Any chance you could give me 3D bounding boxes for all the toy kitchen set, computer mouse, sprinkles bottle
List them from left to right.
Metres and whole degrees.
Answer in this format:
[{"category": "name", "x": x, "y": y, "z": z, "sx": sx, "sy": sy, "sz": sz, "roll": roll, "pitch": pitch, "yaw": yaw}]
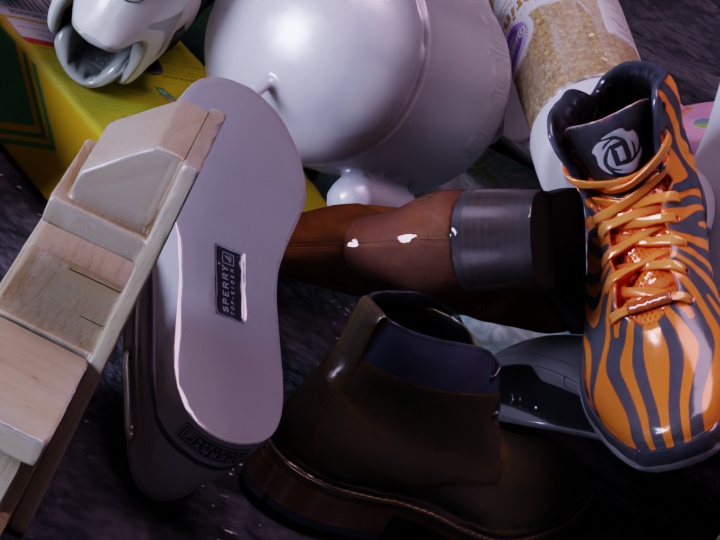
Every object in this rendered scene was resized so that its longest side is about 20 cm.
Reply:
[{"category": "toy kitchen set", "x": -0.168, "y": -0.016, "z": 1.051, "sx": 0.180, "sy": 0.163, "sz": 0.200, "roll": 27, "pitch": 21, "yaw": -4}, {"category": "sprinkles bottle", "x": 0.107, "y": -0.108, "z": 1.431, "sx": 0.068, "sy": 0.068, "sz": 0.200, "roll": 20, "pitch": 31, "yaw": -21}, {"category": "computer mouse", "x": 0.130, "y": 0.058, "z": 1.310, "sx": 0.200, "sy": 0.044, "sz": 0.110, "roll": 10, "pitch": 6, "yaw": 35}]

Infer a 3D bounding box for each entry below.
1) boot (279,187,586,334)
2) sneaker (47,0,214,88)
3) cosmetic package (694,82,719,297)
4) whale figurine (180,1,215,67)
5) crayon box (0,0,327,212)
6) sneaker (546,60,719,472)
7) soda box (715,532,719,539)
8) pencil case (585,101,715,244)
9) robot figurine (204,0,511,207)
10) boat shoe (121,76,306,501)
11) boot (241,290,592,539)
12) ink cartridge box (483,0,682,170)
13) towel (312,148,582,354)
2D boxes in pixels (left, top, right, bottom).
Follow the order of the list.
[{"category": "boot", "x": 0.000, "y": 0.000, "z": 1.305, "sx": 0.200, "sy": 0.069, "sz": 0.188, "roll": -2, "pitch": 0, "yaw": 16}, {"category": "sneaker", "x": -0.119, "y": -0.130, "z": 1.370, "sx": 0.074, "sy": 0.089, "sz": 0.200, "roll": 34, "pitch": -4, "yaw": -1}, {"category": "cosmetic package", "x": 0.271, "y": -0.009, "z": 1.314, "sx": 0.200, "sy": 0.165, "sz": 0.165, "roll": 20, "pitch": -7, "yaw": -23}, {"category": "whale figurine", "x": -0.035, "y": -0.140, "z": 1.485, "sx": 0.159, "sy": 0.200, "sz": 0.104, "roll": 5, "pitch": 61, "yaw": -8}, {"category": "crayon box", "x": -0.116, "y": -0.070, "z": 1.397, "sx": 0.127, "sy": 0.051, "sz": 0.200, "roll": 8, "pitch": 28, "yaw": -42}, {"category": "sneaker", "x": 0.117, "y": -0.012, "z": 1.238, "sx": 0.200, "sy": 0.077, "sz": 0.112, "roll": -94, "pitch": 164, "yaw": -46}, {"category": "soda box", "x": 0.230, "y": 0.126, "z": 1.358, "sx": 0.064, "sy": 0.068, "sz": 0.200, "roll": 36, "pitch": 22, "yaw": 19}, {"category": "pencil case", "x": 0.201, "y": -0.050, "z": 1.472, "sx": 0.200, "sy": 0.088, "sz": 0.087, "roll": -5, "pitch": 25, "yaw": -1}, {"category": "robot figurine", "x": -0.001, "y": -0.102, "z": 1.379, "sx": 0.200, "sy": 0.113, "sz": 0.170, "roll": 13, "pitch": 65, "yaw": -61}, {"category": "boat shoe", "x": -0.067, "y": 0.007, "z": 1.181, "sx": 0.072, "sy": 0.066, "sz": 0.200, "roll": 21, "pitch": 46, "yaw": -29}, {"category": "boot", "x": 0.048, "y": 0.065, "z": 1.227, "sx": 0.200, "sy": 0.097, "sz": 0.075, "roll": 6, "pitch": 30, "yaw": -46}, {"category": "ink cartridge box", "x": 0.106, "y": -0.107, "z": 1.631, "sx": 0.146, "sy": 0.084, "sz": 0.200, "roll": 40, "pitch": 2, "yaw": 27}, {"category": "towel", "x": 0.081, "y": -0.006, "z": 1.503, "sx": 0.171, "sy": 0.048, "sz": 0.200, "roll": 36, "pitch": 22, "yaw": 21}]
